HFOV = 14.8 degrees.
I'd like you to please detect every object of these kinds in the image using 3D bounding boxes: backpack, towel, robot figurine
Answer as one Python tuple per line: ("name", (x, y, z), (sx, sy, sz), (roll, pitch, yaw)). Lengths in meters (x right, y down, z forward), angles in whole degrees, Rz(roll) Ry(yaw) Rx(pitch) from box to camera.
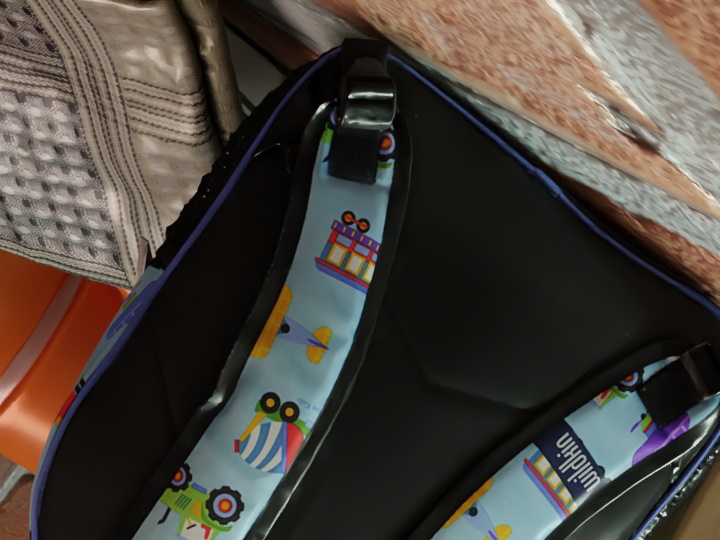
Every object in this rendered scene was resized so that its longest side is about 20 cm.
("backpack", (-0.002, 0.056, 0.856), (0.182, 0.201, 0.135), (37, 174, -8))
("towel", (-0.126, -0.065, 0.940), (0.191, 0.035, 0.201), (19, 146, 22))
("robot figurine", (-0.112, 0.037, 1.198), (0.199, 0.117, 0.144), (33, -178, -16))

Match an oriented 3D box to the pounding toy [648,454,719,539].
("pounding toy", (0.151, 0.158, 0.923), (0.184, 0.200, 0.142), (37, 146, -2))

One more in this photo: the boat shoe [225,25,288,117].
("boat shoe", (-0.082, -0.071, 0.999), (0.200, 0.064, 0.071), (39, 173, -21))
